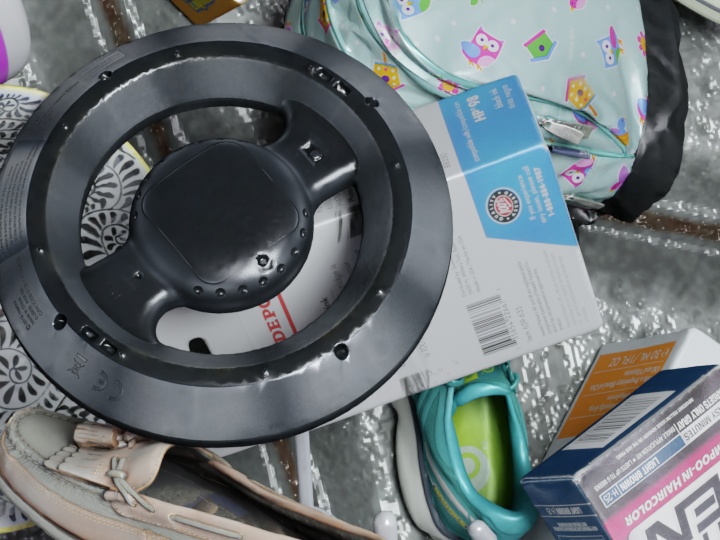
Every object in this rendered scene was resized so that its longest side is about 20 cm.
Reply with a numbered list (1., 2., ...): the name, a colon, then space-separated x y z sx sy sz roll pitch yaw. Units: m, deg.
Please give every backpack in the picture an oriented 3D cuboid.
1. backpack: 0.062 -0.114 1.090 0.200 0.127 0.167 10 57 -26

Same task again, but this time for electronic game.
1. electronic game: -0.060 -0.019 0.942 0.200 0.042 0.200 0 66 -1

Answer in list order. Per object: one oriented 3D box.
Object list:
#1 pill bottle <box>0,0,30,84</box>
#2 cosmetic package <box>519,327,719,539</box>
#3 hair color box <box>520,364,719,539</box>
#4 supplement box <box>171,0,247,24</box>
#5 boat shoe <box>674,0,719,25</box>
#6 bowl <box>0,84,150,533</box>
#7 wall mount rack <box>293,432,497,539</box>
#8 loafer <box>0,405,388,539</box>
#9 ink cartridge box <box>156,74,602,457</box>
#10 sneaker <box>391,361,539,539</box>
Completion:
1. pill bottle: -0.257 -0.089 0.992 0.200 0.104 0.104 -34 96 -22
2. cosmetic package: 0.130 0.134 1.118 0.071 0.101 0.200 34 72 -14
3. hair color box: 0.174 0.155 1.046 0.100 0.061 0.200 -35 98 -22
4. supplement box: -0.029 -0.215 1.120 0.200 0.067 0.069 -45 103 -20
5. boat shoe: 0.146 -0.207 1.180 0.200 0.075 0.062 44 101 -7
6. bowl: -0.187 0.015 1.001 0.201 0.094 0.201 -4 96 -34
7. wall mount rack: 0.020 0.138 0.993 0.075 0.200 0.174 -45 127 8
8. loafer: -0.067 0.098 0.920 0.200 0.063 0.072 27 32 22
9. ink cartridge box: 0.000 0.000 1.023 0.200 0.067 0.116 -19 128 3
10. sneaker: 0.052 0.044 1.110 0.077 0.080 0.200 -15 88 -23
